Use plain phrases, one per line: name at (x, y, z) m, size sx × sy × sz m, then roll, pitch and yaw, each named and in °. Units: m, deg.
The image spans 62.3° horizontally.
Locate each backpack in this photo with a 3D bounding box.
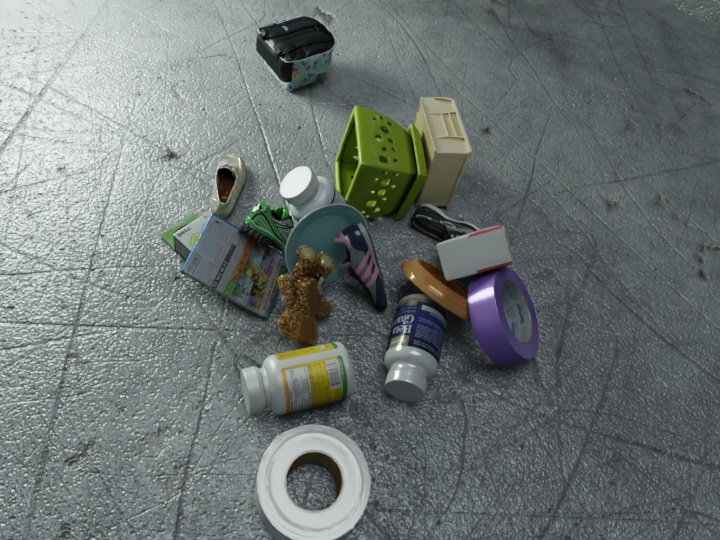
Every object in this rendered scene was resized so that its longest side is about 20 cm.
backpack at (-0.173, -0.615, 1.668) m, size 0.199 × 0.151 × 0.178 m, roll -32°, pitch 69°, yaw -22°

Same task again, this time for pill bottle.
pill bottle at (0.110, 0.158, 1.214) m, size 0.110 × 0.112 × 0.201 m, roll 17°, pitch 53°, yaw 0°
pill bottle at (-0.088, -0.135, 1.310) m, size 0.111 × 0.200 × 0.113 m, roll -18°, pitch 51°, yaw 24°
pill bottle at (-0.120, 0.208, 1.125) m, size 0.198 × 0.113 × 0.114 m, roll -10°, pitch 58°, yaw -19°

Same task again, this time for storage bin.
storage bin at (0.186, -0.295, 1.497) m, size 0.093 × 0.201 × 0.200 m, roll -1°, pitch 55°, yaw -11°

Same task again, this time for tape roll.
tape roll at (0.305, 0.095, 1.263) m, size 0.199 × 0.065 × 0.202 m, roll 30°, pitch 50°, yaw -43°
tape roll at (-0.085, 0.377, 1.042) m, size 0.200 × 0.071 × 0.204 m, roll 6°, pitch 55°, yaw -8°

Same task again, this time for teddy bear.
teddy bear at (-0.116, 0.048, 1.237) m, size 0.144 × 0.066 × 0.203 m, roll 0°, pitch 93°, yaw -50°

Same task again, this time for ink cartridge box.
ink cartridge box at (0.249, -0.041, 1.303) m, size 0.146 × 0.200 × 0.087 m, roll -16°, pitch 90°, yaw 11°
ink cartridge box at (-0.336, -0.061, 1.297) m, size 0.200 × 0.060 × 0.104 m, roll 40°, pitch 56°, yaw 15°

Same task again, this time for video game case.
video game case at (-0.253, -0.009, 1.240) m, size 0.199 × 0.018 × 0.144 m, roll 32°, pitch 63°, yaw -20°

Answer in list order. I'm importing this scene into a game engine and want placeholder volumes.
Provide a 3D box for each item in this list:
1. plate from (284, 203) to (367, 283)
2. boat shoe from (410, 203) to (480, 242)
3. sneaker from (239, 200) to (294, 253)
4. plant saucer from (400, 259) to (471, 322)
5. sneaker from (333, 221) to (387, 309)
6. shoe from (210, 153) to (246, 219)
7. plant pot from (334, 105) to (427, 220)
plate at (-0.075, -0.058, 1.279) m, size 0.198 × 0.202 × 0.026 m, roll -16°, pitch 41°, yaw -23°
boat shoe at (0.214, -0.091, 1.442) m, size 0.199 × 0.076 × 0.060 m, roll 27°, pitch 52°, yaw 21°
sneaker at (-0.162, -0.085, 1.291) m, size 0.078 × 0.199 × 0.086 m, roll 37°, pitch 96°, yaw 39°
plant saucer at (0.177, 0.036, 1.284) m, size 0.199 × 0.038 × 0.200 m, roll 35°, pitch 12°, yaw -8°
sneaker at (0.000, 0.000, 1.284) m, size 0.081 × 0.070 × 0.202 m, roll -20°, pitch 105°, yaw -8°
shoe at (-0.311, -0.210, 1.412) m, size 0.069 × 0.054 × 0.202 m, roll 8°, pitch 54°, yaw -7°
plant pot at (0.049, -0.245, 1.437) m, size 0.179 × 0.201 × 0.201 m, roll 7°, pitch 54°, yaw -17°
